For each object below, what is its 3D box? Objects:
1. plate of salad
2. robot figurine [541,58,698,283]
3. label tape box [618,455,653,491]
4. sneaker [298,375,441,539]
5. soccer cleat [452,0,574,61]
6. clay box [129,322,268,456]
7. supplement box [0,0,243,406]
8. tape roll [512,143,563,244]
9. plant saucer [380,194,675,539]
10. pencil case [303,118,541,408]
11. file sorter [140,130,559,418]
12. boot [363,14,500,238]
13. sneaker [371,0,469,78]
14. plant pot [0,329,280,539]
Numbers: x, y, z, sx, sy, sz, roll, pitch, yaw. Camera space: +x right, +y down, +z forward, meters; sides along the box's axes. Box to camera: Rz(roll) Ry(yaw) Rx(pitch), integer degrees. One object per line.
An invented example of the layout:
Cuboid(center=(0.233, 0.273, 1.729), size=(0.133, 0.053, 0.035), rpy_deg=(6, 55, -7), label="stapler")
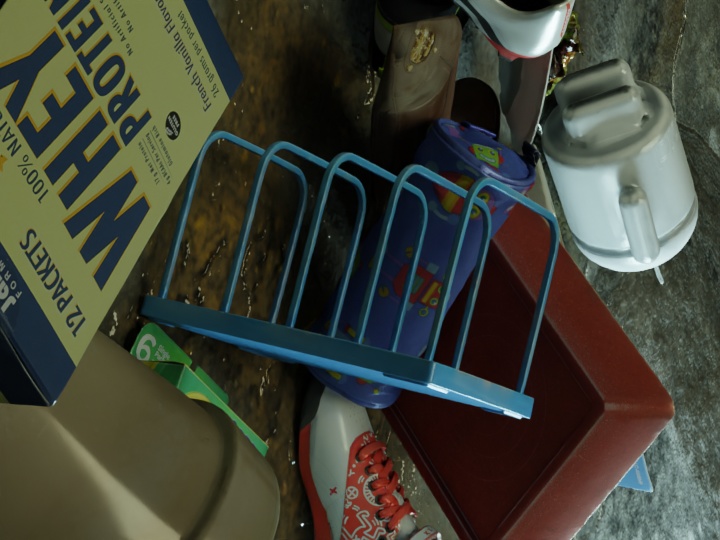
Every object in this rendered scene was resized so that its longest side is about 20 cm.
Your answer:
Cuboid(center=(0.134, -0.181, 1.429), size=(0.200, 0.048, 0.202), rpy_deg=(-174, -90, -85), label="plate of salad")
Cuboid(center=(0.221, -0.080, 1.665), size=(0.170, 0.112, 0.201), rpy_deg=(-93, 164, -49), label="robot figurine")
Cuboid(center=(0.122, 0.067, 1.401), size=(0.066, 0.199, 0.144), rpy_deg=(-48, 134, -35), label="label tape box")
Cuboid(center=(0.020, 0.164, 1.321), size=(0.067, 0.107, 0.204), rpy_deg=(-12, 102, -60), label="sneaker")
Cuboid(center=(0.057, -0.217, 1.297), size=(0.069, 0.199, 0.085), rpy_deg=(-52, -179, -24), label="soccer cleat")
Cuboid(center=(-0.115, 0.142, 1.137), size=(0.115, 0.047, 0.202), rpy_deg=(50, 51, -52), label="clay box")
Cuboid(center=(-0.192, -0.065, 0.827), size=(0.201, 0.198, 0.135), rpy_deg=(-64, 143, -36), label="supplement box")
Cuboid(center=(0.144, 0.003, 1.523), size=(0.203, 0.037, 0.205), rpy_deg=(-16, 90, -83), label="tape roll")
Cuboid(center=(0.091, 0.084, 1.300), size=(0.036, 0.201, 0.200), rpy_deg=(1, 135, -42), label="plant saucer")
Cuboid(center=(0.036, -0.008, 1.278), size=(0.201, 0.078, 0.087), rpy_deg=(-58, -165, 23), label="pencil case")
Cuboid(center=(0.000, 0.000, 1.165), size=(0.139, 0.199, 0.124), rpy_deg=(24, 79, -59), label="file sorter")
Cuboid(center=(0.054, -0.121, 1.343), size=(0.201, 0.064, 0.187), rpy_deg=(89, 22, -54), label="boot")
Cuboid(center=(0.049, -0.200, 1.419), size=(0.200, 0.071, 0.083), rpy_deg=(-52, 166, -50), label="sneaker")
Cuboid(center=(-0.165, 0.095, 0.926), size=(0.174, 0.199, 0.201), rpy_deg=(54, 44, -26), label="plant pot")
